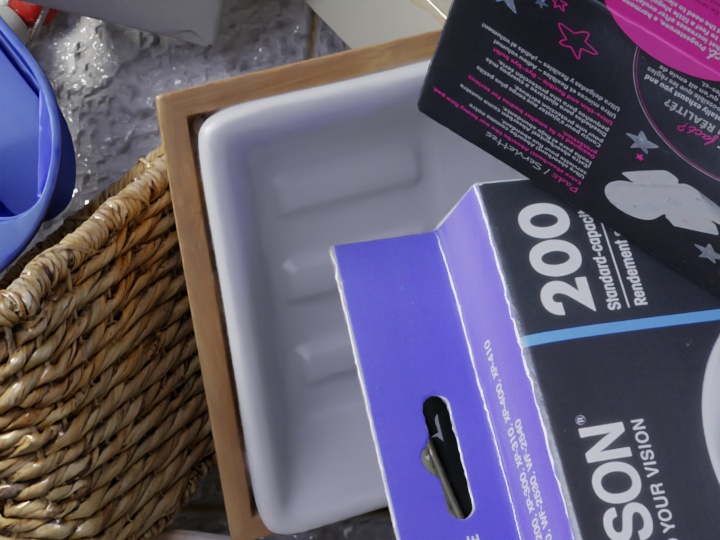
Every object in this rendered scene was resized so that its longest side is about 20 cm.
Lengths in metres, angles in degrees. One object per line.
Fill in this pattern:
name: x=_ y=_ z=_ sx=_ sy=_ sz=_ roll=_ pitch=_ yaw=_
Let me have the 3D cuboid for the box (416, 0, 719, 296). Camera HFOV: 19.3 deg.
box: x=0.143 y=-0.081 z=0.788 sx=0.199 sy=0.115 sz=0.132 roll=32 pitch=59 yaw=5

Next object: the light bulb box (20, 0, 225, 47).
light bulb box: x=-0.097 y=-0.247 z=0.992 sx=0.124 sy=0.198 sz=0.201 roll=13 pitch=67 yaw=-4

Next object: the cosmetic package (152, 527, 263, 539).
cosmetic package: x=-0.054 y=0.170 z=0.925 sx=0.199 sy=0.087 sz=0.104 roll=3 pitch=74 yaw=24

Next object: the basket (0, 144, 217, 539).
basket: x=-0.140 y=0.028 z=0.927 sx=0.142 sy=0.150 sz=0.200 roll=2 pitch=29 yaw=26

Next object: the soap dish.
soap dish: x=0.000 y=0.000 z=0.888 sx=0.156 sy=0.201 sz=0.081 roll=-15 pitch=24 yaw=-16

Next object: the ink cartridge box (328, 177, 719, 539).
ink cartridge box: x=0.104 y=0.054 z=0.795 sx=0.198 sy=0.043 sz=0.199 roll=-8 pitch=61 yaw=-13

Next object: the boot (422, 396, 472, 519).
boot: x=0.118 y=0.097 z=0.850 sx=0.153 sy=0.073 sz=0.204 roll=-32 pitch=97 yaw=6

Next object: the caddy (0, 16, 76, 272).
caddy: x=-0.221 y=-0.075 z=0.984 sx=0.141 sy=0.105 sz=0.200 roll=-39 pitch=82 yaw=-1

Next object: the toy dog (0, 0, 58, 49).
toy dog: x=-0.209 y=-0.125 z=1.087 sx=0.131 sy=0.096 sz=0.201 roll=15 pitch=79 yaw=27

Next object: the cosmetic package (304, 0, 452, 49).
cosmetic package: x=0.050 y=-0.131 z=0.968 sx=0.103 sy=0.073 sz=0.200 roll=-28 pitch=59 yaw=-26
